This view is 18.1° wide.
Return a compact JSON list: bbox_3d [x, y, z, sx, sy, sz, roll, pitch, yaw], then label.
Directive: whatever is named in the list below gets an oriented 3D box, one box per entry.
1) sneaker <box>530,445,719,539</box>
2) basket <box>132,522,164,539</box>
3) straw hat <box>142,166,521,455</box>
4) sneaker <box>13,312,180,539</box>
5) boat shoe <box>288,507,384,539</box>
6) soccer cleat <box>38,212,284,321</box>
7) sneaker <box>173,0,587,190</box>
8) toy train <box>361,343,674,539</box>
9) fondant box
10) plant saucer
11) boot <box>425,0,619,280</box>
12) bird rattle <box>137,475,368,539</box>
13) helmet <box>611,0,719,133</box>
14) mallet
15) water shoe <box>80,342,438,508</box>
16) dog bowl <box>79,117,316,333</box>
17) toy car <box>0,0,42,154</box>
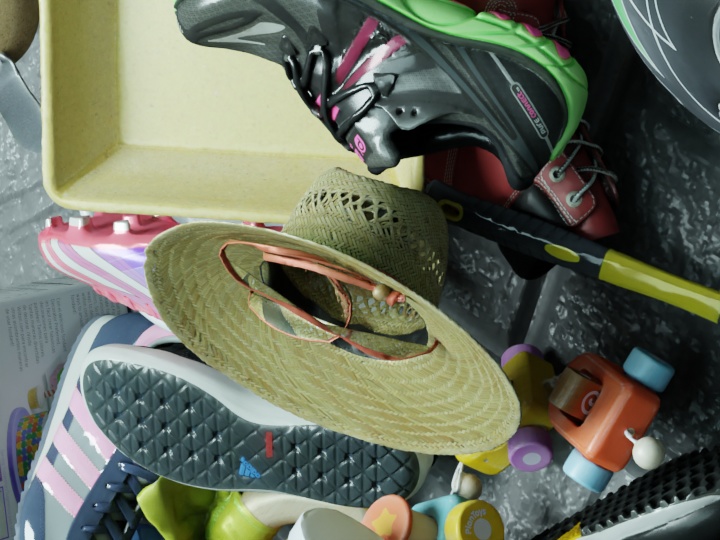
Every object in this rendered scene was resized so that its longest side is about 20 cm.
[{"bbox_3d":[0.137,0.156,1.103,0.200,0.070,0.090,-35,89,43],"label":"sneaker"},{"bbox_3d":[-0.156,0.275,1.366,0.177,0.138,0.201,-51,36,37],"label":"basket"},{"bbox_3d":[0.000,0.000,1.050,0.200,0.201,0.085,-4,54,45],"label":"straw hat"},{"bbox_3d":[-0.143,0.117,1.315,0.082,0.070,0.201,-3,68,37],"label":"sneaker"},{"bbox_3d":[0.018,0.202,1.059,0.200,0.072,0.068,51,119,25],"label":"boat shoe"},{"bbox_3d":[-0.098,0.006,1.186,0.199,0.067,0.077,4,107,41],"label":"soccer cleat"},{"bbox_3d":[0.002,-0.090,1.031,0.199,0.077,0.084,18,85,13],"label":"sneaker"},{"bbox_3d":[0.064,0.105,1.097,0.201,0.055,0.150,-58,25,11],"label":"toy train"},{"bbox_3d":[-0.224,0.089,1.341,0.058,0.199,0.145,0,99,46],"label":"fondant box"},{"bbox_3d":[-0.058,-0.127,1.113,0.199,0.048,0.201,4,104,15],"label":"plant saucer"},{"bbox_3d":[0.092,-0.096,1.083,0.144,0.072,0.201,47,136,27],"label":"boot"},{"bbox_3d":[-0.041,0.184,1.258,0.162,0.113,0.201,-11,94,29],"label":"bird rattle"},{"bbox_3d":[0.184,-0.145,0.898,0.200,0.199,0.191,48,145,27],"label":"helmet"},{"bbox_3d":[0.124,-0.009,1.048,0.199,0.041,0.066,28,115,14],"label":"mallet"},{"bbox_3d":[-0.052,0.077,1.215,0.199,0.079,0.072,15,119,14],"label":"water shoe"},{"bbox_3d":[-0.069,-0.066,1.241,0.199,0.079,0.201,11,106,42],"label":"dog bowl"},{"bbox_3d":[-0.208,-0.170,1.300,0.164,0.157,0.201,10,106,52],"label":"toy car"}]
